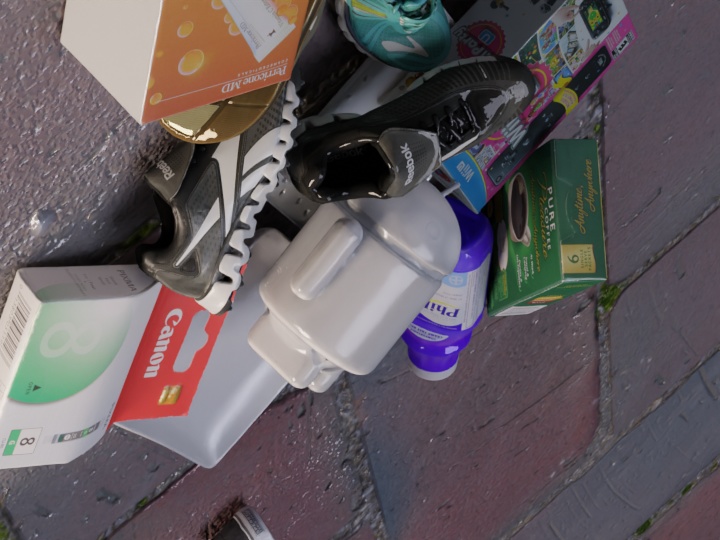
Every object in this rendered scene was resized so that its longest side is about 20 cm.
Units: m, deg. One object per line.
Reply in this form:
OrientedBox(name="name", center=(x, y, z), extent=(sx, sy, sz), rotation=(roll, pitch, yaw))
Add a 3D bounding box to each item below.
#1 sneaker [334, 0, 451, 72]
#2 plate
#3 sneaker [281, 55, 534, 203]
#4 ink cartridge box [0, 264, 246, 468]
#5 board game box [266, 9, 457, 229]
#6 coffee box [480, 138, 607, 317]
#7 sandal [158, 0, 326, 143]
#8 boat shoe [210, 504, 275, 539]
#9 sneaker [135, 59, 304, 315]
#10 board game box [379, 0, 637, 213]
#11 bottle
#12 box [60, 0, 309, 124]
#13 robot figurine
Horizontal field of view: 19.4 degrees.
OrientedBox(name="sneaker", center=(0.023, -0.198, 1.509), extent=(0.077, 0.080, 0.200), rotation=(-43, 147, -5))
OrientedBox(name="plate", center=(-0.107, 0.060, 1.719), extent=(0.200, 0.032, 0.200), rotation=(-48, 153, 2))
OrientedBox(name="sneaker", center=(0.038, -0.095, 1.538), extent=(0.199, 0.091, 0.067), rotation=(-20, 118, 0))
OrientedBox(name="ink cartridge box", center=(-0.182, 0.069, 1.564), extent=(0.199, 0.050, 0.161), rotation=(-1, 128, -36))
OrientedBox(name="board game box", center=(0.015, -0.112, 1.680), extent=(0.200, 0.026, 0.200), rotation=(-49, 153, 1))
OrientedBox(name="coffee box", center=(0.153, -0.033, 1.793), extent=(0.044, 0.123, 0.200), rotation=(0, 169, -15))
OrientedBox(name="sandal", center=(-0.067, -0.172, 1.449), extent=(0.200, 0.080, 0.054), rotation=(-58, 173, 10))
OrientedBox(name="boat shoe", center=(-0.099, 0.293, 1.997), extent=(0.066, 0.070, 0.200), rotation=(-34, 150, -10))
OrientedBox(name="sneaker", center=(-0.105, -0.073, 1.508), extent=(0.090, 0.066, 0.201), rotation=(18, 95, -21))
OrientedBox(name="board game box", center=(0.122, -0.159, 1.679), extent=(0.200, 0.064, 0.148), rotation=(-46, 153, -1))
OrientedBox(name="bottle", center=(0.069, 0.020, 1.867), extent=(0.065, 0.083, 0.200), rotation=(-54, 161, -35))
OrientedBox(name="box", center=(-0.099, -0.209, 1.306), extent=(0.124, 0.097, 0.200), rotation=(-21, 143, -35))
OrientedBox(name="robot figurine", center=(0.000, 0.000, 1.638), extent=(0.200, 0.113, 0.170), rotation=(-51, 163, 6))
